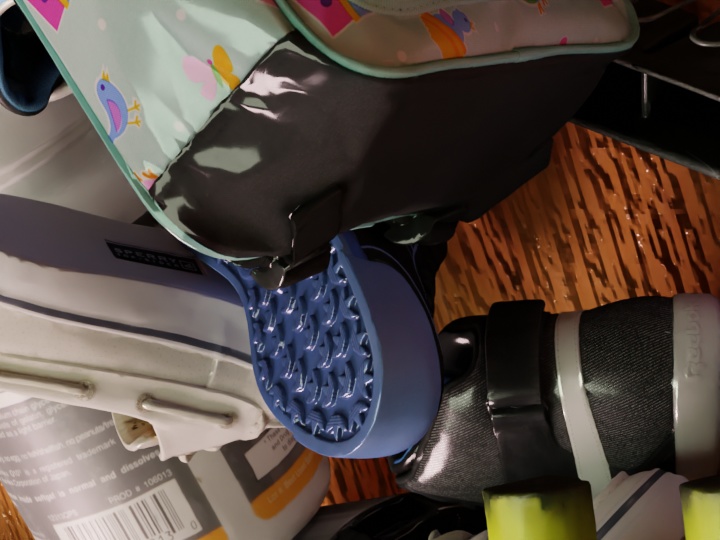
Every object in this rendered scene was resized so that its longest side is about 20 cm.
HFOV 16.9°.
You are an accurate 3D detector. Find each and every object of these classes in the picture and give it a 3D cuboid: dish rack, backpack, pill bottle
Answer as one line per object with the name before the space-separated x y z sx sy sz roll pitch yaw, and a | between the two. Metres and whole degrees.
dish rack | 0.095 -0.135 0.733 0.153 0.055 0.200 24 131 36
backpack | -0.025 -0.117 0.702 0.200 0.176 0.153 47 123 19
pill bottle | -0.103 0.023 0.922 0.116 0.116 0.200 -9 113 51

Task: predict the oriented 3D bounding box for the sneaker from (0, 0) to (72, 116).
sneaker | -0.133 -0.090 0.844 0.200 0.073 0.072 1 152 44

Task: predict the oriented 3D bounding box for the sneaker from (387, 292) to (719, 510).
sneaker | 0.065 0.072 0.838 0.112 0.073 0.200 2 142 5

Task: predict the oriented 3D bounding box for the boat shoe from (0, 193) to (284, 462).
boat shoe | -0.063 0.031 0.848 0.070 0.200 0.071 -65 33 19

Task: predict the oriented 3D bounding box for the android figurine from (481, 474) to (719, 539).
android figurine | 0.083 0.155 0.655 0.182 0.041 0.200 -3 92 33

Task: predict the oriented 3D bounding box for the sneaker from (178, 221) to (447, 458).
sneaker | 0.000 0.000 0.792 0.200 0.078 0.070 -124 47 -57

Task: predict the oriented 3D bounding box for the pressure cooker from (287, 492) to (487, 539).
pressure cooker | -0.016 0.182 0.978 0.200 0.179 0.176 -13 110 47

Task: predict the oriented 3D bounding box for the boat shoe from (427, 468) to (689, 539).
boat shoe | 0.027 0.120 0.787 0.067 0.074 0.200 47 118 10
